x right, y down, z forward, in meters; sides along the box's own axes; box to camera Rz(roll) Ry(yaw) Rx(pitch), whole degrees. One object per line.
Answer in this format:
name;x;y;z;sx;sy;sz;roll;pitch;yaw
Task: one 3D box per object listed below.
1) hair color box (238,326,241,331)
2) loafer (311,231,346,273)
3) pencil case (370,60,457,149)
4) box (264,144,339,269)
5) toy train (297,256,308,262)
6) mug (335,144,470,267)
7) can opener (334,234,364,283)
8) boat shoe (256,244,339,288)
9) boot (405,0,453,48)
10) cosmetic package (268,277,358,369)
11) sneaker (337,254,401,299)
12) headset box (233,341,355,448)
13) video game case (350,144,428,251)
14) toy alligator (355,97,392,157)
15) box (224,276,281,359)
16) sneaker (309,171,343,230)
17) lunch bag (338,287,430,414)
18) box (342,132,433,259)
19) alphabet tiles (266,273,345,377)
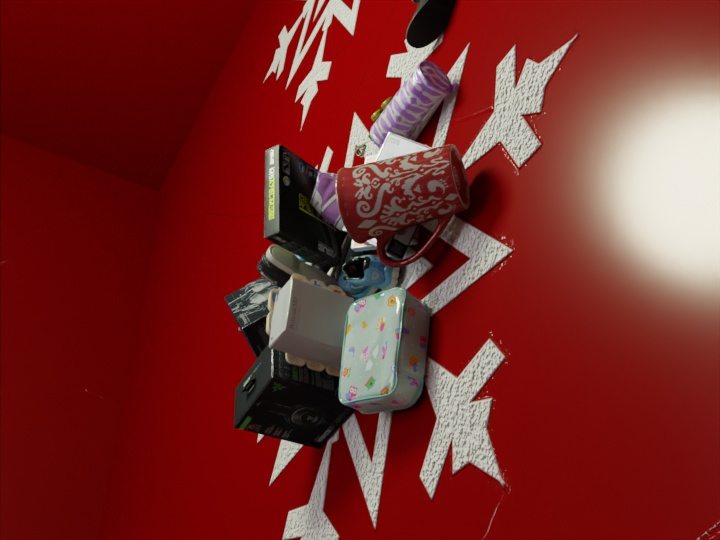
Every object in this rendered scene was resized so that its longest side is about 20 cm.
hair color box;-0.204;0.079;1.927;0.200;0.098;0.061;-49;32;40
loafer;-0.071;-0.069;1.767;0.203;0.070;0.068;-64;-8;11
pencil case;0.096;-0.310;1.577;0.200;0.085;0.084;-49;8;44
box;-0.116;-0.124;1.637;0.047;0.199;0.196;-19;61;29
toy train;-0.112;-0.081;1.845;0.200;0.083;0.118;171;105;-75
mug;0.082;-0.116;1.370;0.197;0.179;0.134;-14;35;21
can opener;0.001;-0.050;1.641;0.053;0.066;0.202;-109;36;-50
boat shoe;-0.114;0.028;1.614;0.060;0.199;0.074;-47;22;30
boot;0.141;-0.566;1.708;0.201;0.069;0.174;-58;24;11
cosmetic package;-0.059;0.104;1.472;0.081;0.198;0.114;-41;38;48
sneaker;0.000;0.000;1.556;0.199;0.089;0.080;-23;52;62
headset box;-0.126;0.232;1.526;0.175;0.198;0.094;-51;31;36
video game case;0.057;-0.137;1.546;0.141;0.017;0.203;-6;65;33
toy alligator;0.054;-0.308;1.715;0.054;0.060;0.200;-35;-5;-40
box;-0.174;0.087;1.739;0.181;0.105;0.200;-30;24;-10
sneaker;-0.025;-0.187;1.643;0.201;0.114;0.073;-50;-7;-29
lunch bag;0.036;0.134;1.366;0.159;0.077;0.203;-22;51;44
box;0.063;-0.136;1.477;0.116;0.060;0.202;26;90;37
alphabet tiles;-0.083;0.102;1.527;0.015;0.198;0.198;-47;34;45
